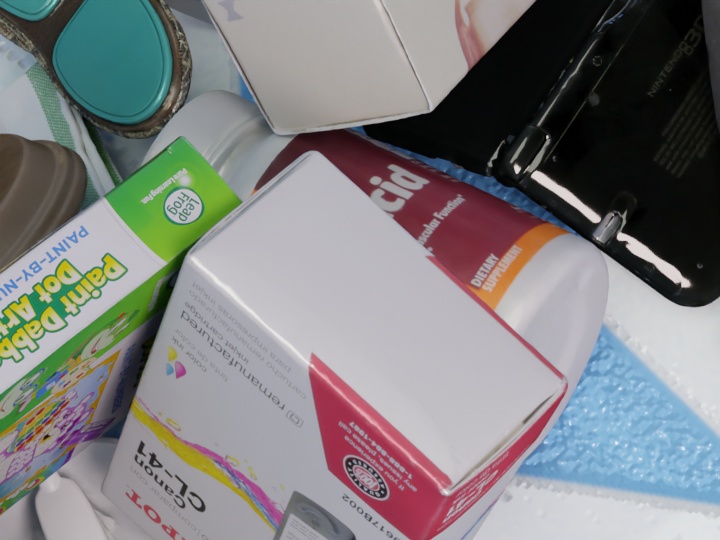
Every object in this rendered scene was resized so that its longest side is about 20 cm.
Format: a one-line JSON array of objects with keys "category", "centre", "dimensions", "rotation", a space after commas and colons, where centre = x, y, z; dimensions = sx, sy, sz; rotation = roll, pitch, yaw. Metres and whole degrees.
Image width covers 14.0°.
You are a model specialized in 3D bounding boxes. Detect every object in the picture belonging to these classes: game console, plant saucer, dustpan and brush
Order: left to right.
[{"category": "plant saucer", "centre": [-0.207, 0.005, 1.291], "dimensions": [0.200, 0.029, 0.200], "rotation": [-32, 22, 15]}, {"category": "dustpan and brush", "centre": [-0.136, 0.108, 1.335], "dimensions": [0.139, 0.057, 0.200], "rotation": [-29, 54, -2]}, {"category": "game console", "centre": [0.131, -0.103, 1.380], "dimensions": [0.176, 0.116, 0.200], "rotation": [35, 79, -7]}]

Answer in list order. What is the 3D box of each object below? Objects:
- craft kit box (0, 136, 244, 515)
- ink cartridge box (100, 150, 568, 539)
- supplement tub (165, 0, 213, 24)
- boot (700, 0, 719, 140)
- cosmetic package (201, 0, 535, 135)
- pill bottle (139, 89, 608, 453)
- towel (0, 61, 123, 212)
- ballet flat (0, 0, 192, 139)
[{"category": "craft kit box", "centre": [-0.145, 0.050, 1.230], "dimensions": [0.197, 0.200, 0.049], "rotation": [-42, 81, -20]}, {"category": "ink cartridge box", "centre": [-0.016, 0.069, 1.225], "dimensions": [0.148, 0.200, 0.086], "rotation": [41, 55, 11]}, {"category": "supplement tub", "centre": [-0.037, -0.228, 1.411], "dimensions": [0.132, 0.132, 0.200], "rotation": [10, 70, 18]}, {"category": "boot", "centre": [0.237, -0.059, 1.282], "dimensions": [0.164, 0.066, 0.201], "rotation": [-6, 82, 12]}, {"category": "cosmetic package", "centre": [0.031, -0.153, 1.310], "dimensions": [0.103, 0.087, 0.200], "rotation": [-4, 32, 44]}, {"category": "pill bottle", "centre": [0.000, 0.000, 1.317], "dimensions": [0.200, 0.114, 0.114], "rotation": [26, 77, 22]}, {"category": "towel", "centre": [-0.209, -0.012, 1.392], "dimensions": [0.200, 0.031, 0.149], "rotation": [-31, 39, 0]}, {"category": "ballet flat", "centre": [-0.129, -0.116, 1.405], "dimensions": [0.200, 0.075, 0.068], "rotation": [38, 93, 37]}]
